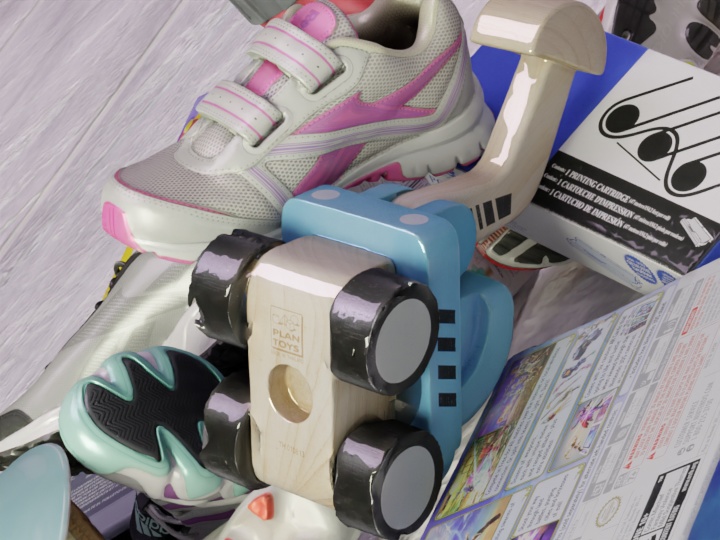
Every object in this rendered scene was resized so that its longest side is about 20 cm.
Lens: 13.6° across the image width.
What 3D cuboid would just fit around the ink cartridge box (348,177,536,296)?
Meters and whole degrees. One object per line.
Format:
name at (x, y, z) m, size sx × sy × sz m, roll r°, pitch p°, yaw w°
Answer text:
ink cartridge box at (0.000, 0.000, 1.394) m, size 0.042 × 0.120 × 0.200 m, roll -24°, pitch 13°, yaw 36°

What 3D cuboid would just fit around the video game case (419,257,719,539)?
video game case at (0.099, 0.086, 1.185) m, size 0.181 × 0.045 × 0.200 m, roll -27°, pitch 25°, yaw 44°

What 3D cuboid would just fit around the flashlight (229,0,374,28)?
flashlight at (0.016, -0.098, 1.512) m, size 0.068 × 0.200 × 0.068 m, roll -50°, pitch 20°, yaw -17°

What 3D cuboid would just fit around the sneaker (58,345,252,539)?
sneaker at (-0.090, 0.102, 1.412) m, size 0.140 × 0.199 × 0.078 m, roll -42°, pitch 61°, yaw 32°

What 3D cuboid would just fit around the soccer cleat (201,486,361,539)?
soccer cleat at (-0.067, 0.155, 1.377) m, size 0.200 × 0.069 × 0.077 m, roll -41°, pitch -10°, yaw 29°

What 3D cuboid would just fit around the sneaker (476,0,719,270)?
sneaker at (0.116, -0.068, 1.478) m, size 0.200 × 0.077 × 0.085 m, roll -53°, pitch 0°, yaw -27°

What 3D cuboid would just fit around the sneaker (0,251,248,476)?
sneaker at (-0.104, 0.035, 1.453) m, size 0.200 × 0.080 × 0.074 m, roll -34°, pitch -24°, yaw 15°

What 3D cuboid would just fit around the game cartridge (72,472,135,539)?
game cartridge at (-0.132, 0.122, 1.613) m, size 0.200 × 0.041 × 0.133 m, roll -32°, pitch 26°, yaw 32°

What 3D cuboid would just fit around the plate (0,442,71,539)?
plate at (-0.182, 0.165, 1.325) m, size 0.200 × 0.025 × 0.201 m, roll -53°, pitch 23°, yaw 34°

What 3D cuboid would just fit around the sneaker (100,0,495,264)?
sneaker at (-0.031, -0.070, 1.307) m, size 0.200 × 0.089 × 0.081 m, roll -28°, pitch 37°, yaw -32°

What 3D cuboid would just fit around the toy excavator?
toy excavator at (0.028, -0.008, 1.280) m, size 0.100 × 0.195 × 0.200 m, roll 15°, pitch 26°, yaw 36°

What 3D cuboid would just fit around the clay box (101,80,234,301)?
clay box at (-0.088, -0.008, 1.607) m, size 0.115 × 0.047 × 0.201 m, roll -17°, pitch 45°, yaw 63°

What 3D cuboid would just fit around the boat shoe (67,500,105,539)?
boat shoe at (-0.163, 0.163, 1.452) m, size 0.072 × 0.072 × 0.200 m, roll -40°, pitch -4°, yaw -19°

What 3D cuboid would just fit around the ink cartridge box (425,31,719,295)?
ink cartridge box at (0.114, -0.050, 1.339) m, size 0.094 × 0.044 × 0.200 m, roll -49°, pitch 41°, yaw -13°
